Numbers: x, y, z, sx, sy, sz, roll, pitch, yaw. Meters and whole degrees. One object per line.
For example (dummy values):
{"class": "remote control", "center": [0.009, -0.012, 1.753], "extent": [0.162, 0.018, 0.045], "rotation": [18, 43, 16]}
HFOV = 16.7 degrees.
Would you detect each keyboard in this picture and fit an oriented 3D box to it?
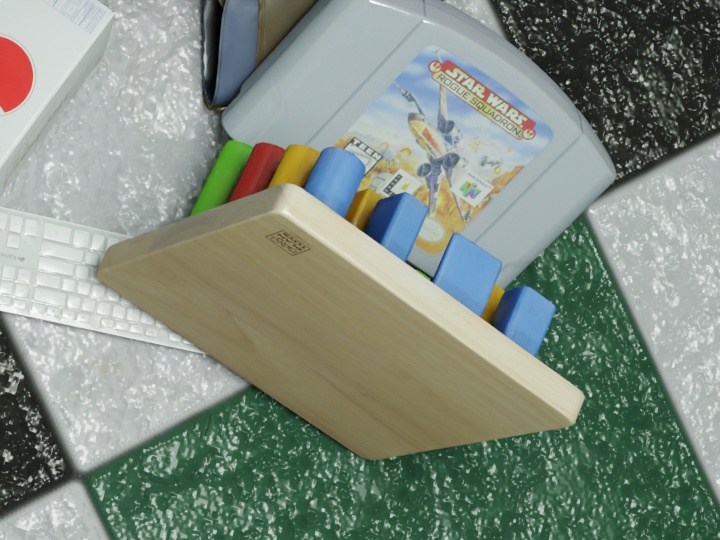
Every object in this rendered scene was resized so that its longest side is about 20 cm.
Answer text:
{"class": "keyboard", "center": [-0.145, 0.005, 1.335], "extent": [0.199, 0.011, 0.057], "rotation": [13, 79, -22]}

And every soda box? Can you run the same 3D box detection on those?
{"class": "soda box", "center": [-0.210, -0.066, 1.279], "extent": [0.063, 0.068, 0.201], "rotation": [35, 71, 0]}

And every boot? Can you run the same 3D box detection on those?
{"class": "boot", "center": [-0.038, -0.172, 1.337], "extent": [0.096, 0.075, 0.201], "rotation": [-8, 119, -15]}

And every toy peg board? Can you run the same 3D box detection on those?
{"class": "toy peg board", "center": [0.000, 0.000, 1.288], "extent": [0.199, 0.199, 0.098], "rotation": [35, 64, -23]}

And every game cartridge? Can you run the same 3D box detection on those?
{"class": "game cartridge", "center": [0.039, -0.075, 1.357], "extent": [0.199, 0.133, 0.042], "rotation": [33, 30, -24]}
